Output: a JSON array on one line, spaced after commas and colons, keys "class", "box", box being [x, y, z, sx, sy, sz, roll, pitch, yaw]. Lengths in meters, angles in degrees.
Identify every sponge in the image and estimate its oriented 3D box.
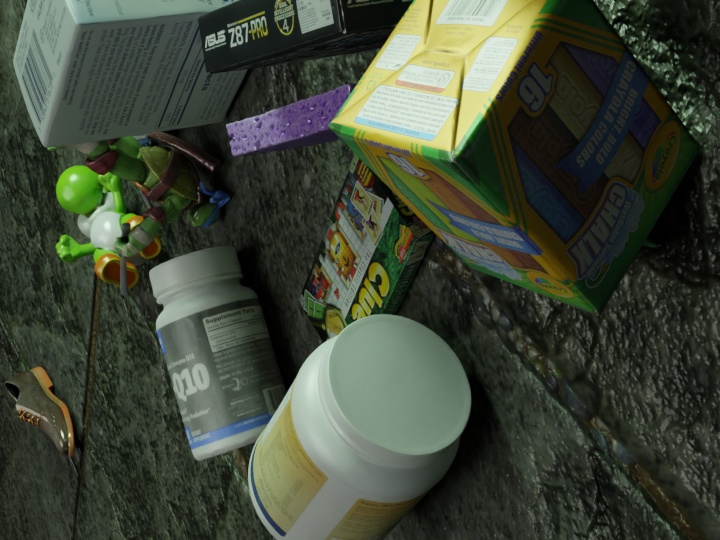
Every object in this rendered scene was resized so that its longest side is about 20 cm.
[{"class": "sponge", "box": [-0.014, -0.121, 0.880, 0.199, 0.110, 0.030, -4, 97, 58]}]

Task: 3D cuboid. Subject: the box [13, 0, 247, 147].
[{"class": "box", "box": [-0.206, -0.222, 1.060, 0.106, 0.198, 0.184, 65, 146, 18]}]

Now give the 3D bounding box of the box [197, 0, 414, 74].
[{"class": "box", "box": [-0.002, -0.181, 0.792, 0.199, 0.159, 0.050, 1, 103, 58]}]

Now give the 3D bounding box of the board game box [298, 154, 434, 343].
[{"class": "board game box", "box": [0.000, 0.000, 0.991, 0.105, 0.023, 0.201, 54, 142, 28]}]

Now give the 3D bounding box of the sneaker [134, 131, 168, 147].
[{"class": "sneaker", "box": [-0.233, -0.177, 1.258, 0.199, 0.075, 0.078, -3, 117, 61]}]

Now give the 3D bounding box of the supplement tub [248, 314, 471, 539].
[{"class": "supplement tub", "box": [-0.003, 0.141, 0.933, 0.145, 0.143, 0.201, 61, 145, 22]}]

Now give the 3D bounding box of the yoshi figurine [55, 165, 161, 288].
[{"class": "yoshi figurine", "box": [-0.327, -0.067, 1.400, 0.200, 0.111, 0.113, 42, 136, 50]}]

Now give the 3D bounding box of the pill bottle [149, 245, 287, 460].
[{"class": "pill bottle", "box": [-0.147, 0.084, 1.169, 0.113, 0.113, 0.203, -28, 78, 57]}]

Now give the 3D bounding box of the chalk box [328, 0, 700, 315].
[{"class": "chalk box", "box": [0.103, -0.064, 0.669, 0.200, 0.125, 0.124, 42, 167, -35]}]

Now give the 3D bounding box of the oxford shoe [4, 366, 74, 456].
[{"class": "oxford shoe", "box": [-0.532, 0.243, 1.875, 0.200, 0.072, 0.072, 44, 136, 40]}]

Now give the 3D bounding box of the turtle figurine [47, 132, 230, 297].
[{"class": "turtle figurine", "box": [-0.258, -0.086, 1.198, 0.199, 0.145, 0.194, -11, 134, 45]}]
